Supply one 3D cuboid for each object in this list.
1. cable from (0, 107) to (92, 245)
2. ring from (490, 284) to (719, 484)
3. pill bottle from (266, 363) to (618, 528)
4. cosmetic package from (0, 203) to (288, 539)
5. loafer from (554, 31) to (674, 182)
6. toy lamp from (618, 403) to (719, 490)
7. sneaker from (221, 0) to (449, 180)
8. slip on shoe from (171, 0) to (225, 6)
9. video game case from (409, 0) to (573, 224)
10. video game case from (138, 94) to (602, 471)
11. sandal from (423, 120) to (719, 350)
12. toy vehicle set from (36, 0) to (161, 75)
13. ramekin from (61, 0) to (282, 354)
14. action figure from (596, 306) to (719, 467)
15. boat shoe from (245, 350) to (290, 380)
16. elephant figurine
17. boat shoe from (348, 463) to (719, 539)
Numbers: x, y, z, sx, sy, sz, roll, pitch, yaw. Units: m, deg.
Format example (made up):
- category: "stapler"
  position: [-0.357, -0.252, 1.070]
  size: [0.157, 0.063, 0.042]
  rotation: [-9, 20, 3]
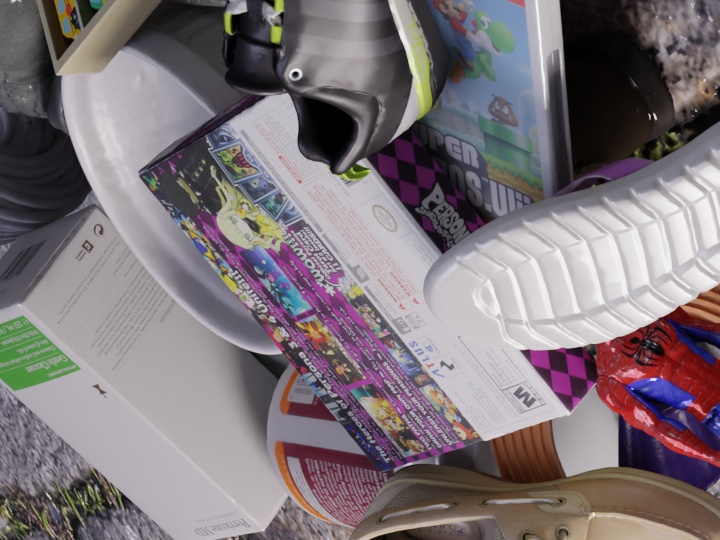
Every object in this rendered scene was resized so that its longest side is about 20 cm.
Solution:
- category: "cable"
  position: [-0.249, -0.104, 1.536]
  size: [0.069, 0.200, 0.200]
  rotation: [-36, 99, 27]
- category: "ring"
  position: [0.153, 0.082, 1.218]
  size: [0.200, 0.019, 0.201]
  rotation: [13, 119, 24]
- category: "pill bottle"
  position: [0.045, 0.093, 1.385]
  size: [0.200, 0.114, 0.114]
  rotation: [4, 127, 58]
- category: "cosmetic package"
  position: [-0.129, 0.064, 1.484]
  size: [0.200, 0.085, 0.108]
  rotation: [45, 149, -16]
- category: "loafer"
  position: [0.066, -0.062, 1.203]
  size: [0.073, 0.071, 0.200]
  rotation: [55, 154, -5]
- category: "toy lamp"
  position: [0.173, 0.141, 1.299]
  size: [0.058, 0.058, 0.200]
  rotation: [20, 139, 48]
- category: "sneaker"
  position: [-0.024, -0.108, 1.040]
  size: [0.072, 0.083, 0.200]
  rotation: [27, 159, 42]
- category: "slip on shoe"
  position: [-0.038, -0.163, 1.263]
  size: [0.200, 0.061, 0.074]
  rotation: [13, 157, 36]
- category: "video game case"
  position: [0.034, -0.081, 1.136]
  size: [0.143, 0.017, 0.200]
  rotation: [26, 140, 34]
- category: "video game case"
  position: [0.000, 0.000, 1.211]
  size: [0.200, 0.036, 0.181]
  rotation: [51, 150, -8]
- category: "sandal"
  position: [0.123, -0.022, 1.095]
  size: [0.202, 0.050, 0.083]
  rotation: [-23, 126, 20]
- category: "toy vehicle set"
  position: [-0.142, -0.215, 1.281]
  size: [0.124, 0.026, 0.201]
  rotation: [-41, 59, 52]
- category: "ramekin"
  position: [-0.059, -0.065, 1.368]
  size: [0.200, 0.105, 0.200]
  rotation: [38, 150, 27]
- category: "action figure"
  position: [0.175, 0.064, 1.134]
  size: [0.200, 0.066, 0.052]
  rotation: [29, 169, 6]
- category: "boat shoe"
  position: [-0.028, 0.059, 1.527]
  size: [0.075, 0.060, 0.200]
  rotation: [12, 144, 20]
- category: "elephant figurine"
  position: [-0.188, -0.136, 1.445]
  size: [0.141, 0.155, 0.200]
  rotation: [43, 145, 40]
- category: "boat shoe"
  position: [0.089, 0.137, 1.230]
  size: [0.199, 0.065, 0.072]
  rotation: [4, 116, 27]
